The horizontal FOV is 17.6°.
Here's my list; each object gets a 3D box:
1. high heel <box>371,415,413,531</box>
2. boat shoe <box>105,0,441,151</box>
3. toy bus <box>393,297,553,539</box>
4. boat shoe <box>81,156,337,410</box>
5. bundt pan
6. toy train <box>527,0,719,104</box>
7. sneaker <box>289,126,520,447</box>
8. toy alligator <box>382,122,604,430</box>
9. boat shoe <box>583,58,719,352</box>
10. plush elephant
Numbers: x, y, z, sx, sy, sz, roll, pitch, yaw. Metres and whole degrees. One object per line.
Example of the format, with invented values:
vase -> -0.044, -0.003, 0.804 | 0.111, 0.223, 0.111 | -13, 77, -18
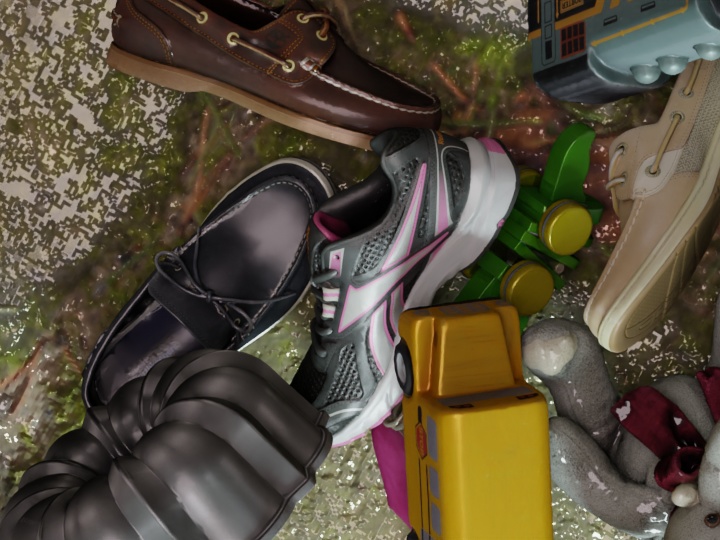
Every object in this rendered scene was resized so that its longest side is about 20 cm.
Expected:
high heel -> 0.030, 0.183, 1.335 | 0.096, 0.067, 0.201 | -27, 106, 3
boat shoe -> -0.046, -0.121, 1.300 | 0.199, 0.070, 0.071 | 18, 105, 7
toy bus -> 0.063, 0.120, 1.247 | 0.065, 0.078, 0.201 | -7, 103, -15
boat shoe -> -0.088, 0.017, 1.334 | 0.075, 0.062, 0.200 | 46, 102, 3
bundt pan -> -0.116, 0.115, 1.241 | 0.201, 0.202, 0.076 | -35, 107, 13
toy train -> 0.158, -0.156, 1.207 | 0.085, 0.200, 0.115 | 4, 80, -32
sneaker -> 0.000, 0.000, 1.285 | 0.086, 0.080, 0.201 | 19, 110, -26
toy alligator -> 0.084, 0.011, 1.303 | 0.054, 0.059, 0.201 | 27, 98, -38
boat shoe -> 0.162, -0.046, 1.243 | 0.065, 0.072, 0.201 | 26, 68, 15
plush elephant -> 0.184, 0.114, 1.238 | 0.164, 0.155, 0.201 | -7, 106, -13
